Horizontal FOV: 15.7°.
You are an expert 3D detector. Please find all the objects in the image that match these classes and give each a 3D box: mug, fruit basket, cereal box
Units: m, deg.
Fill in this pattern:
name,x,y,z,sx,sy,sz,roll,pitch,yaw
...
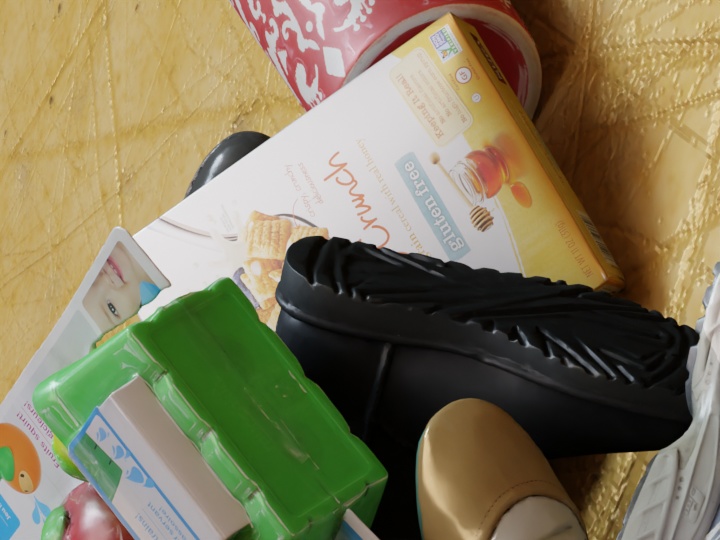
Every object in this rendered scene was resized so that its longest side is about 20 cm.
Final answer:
name,x,y,z,sx,sy,sz,roll,pitch,yaw
mug,-0.006,-0.149,1.274,0.133,0.178,0.200,-31,43,2
fruit basket,-0.084,0.108,1.060,0.186,0.094,0.200,51,129,11
cereal box,0.000,0.000,1.171,0.199,0.039,0.144,-35,75,14

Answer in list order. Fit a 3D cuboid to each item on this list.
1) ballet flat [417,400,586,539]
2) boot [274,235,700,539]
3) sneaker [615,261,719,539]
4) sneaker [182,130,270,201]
name,x,y,z,sx,sy,sz,roll,pitch,yaw
ballet flat,0.077,0.145,1.010,0.063,0.068,0.201,4,114,58
boot,0.045,0.087,1.091,0.077,0.199,0.169,-65,-13,-64
sneaker,0.165,0.059,0.973,0.086,0.078,0.201,13,71,25
sneaker,-0.076,0.024,1.380,0.089,0.074,0.202,175,111,-87
